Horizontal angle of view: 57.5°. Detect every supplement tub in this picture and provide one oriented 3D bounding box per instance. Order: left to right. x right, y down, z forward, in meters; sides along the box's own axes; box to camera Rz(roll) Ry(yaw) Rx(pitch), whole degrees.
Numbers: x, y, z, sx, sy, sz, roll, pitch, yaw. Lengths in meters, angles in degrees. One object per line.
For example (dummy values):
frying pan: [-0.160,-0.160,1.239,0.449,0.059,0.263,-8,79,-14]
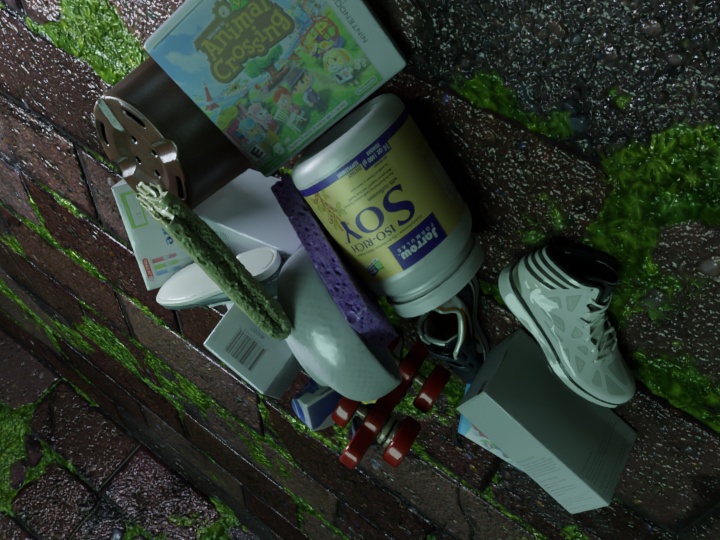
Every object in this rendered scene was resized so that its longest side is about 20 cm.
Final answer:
supplement tub: [0.033,-0.068,0.711,0.144,0.146,0.202,-15,117,52]

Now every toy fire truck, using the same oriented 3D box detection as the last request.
toy fire truck: [0.036,0.191,0.928,0.111,0.202,0.169,32,157,9]

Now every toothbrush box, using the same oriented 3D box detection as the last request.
toothbrush box: [-0.281,-0.080,0.966,0.201,0.083,0.150,-115,11,-71]

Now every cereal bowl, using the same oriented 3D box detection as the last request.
cereal bowl: [-0.037,0.072,0.776,0.203,0.082,0.200,56,-177,-5]

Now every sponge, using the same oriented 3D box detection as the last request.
sponge: [-0.029,-0.010,0.742,0.202,0.029,0.112,58,-173,29]

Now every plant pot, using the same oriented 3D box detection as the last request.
plant pot: [-0.189,-0.185,0.771,0.197,0.199,0.203,28,144,22]

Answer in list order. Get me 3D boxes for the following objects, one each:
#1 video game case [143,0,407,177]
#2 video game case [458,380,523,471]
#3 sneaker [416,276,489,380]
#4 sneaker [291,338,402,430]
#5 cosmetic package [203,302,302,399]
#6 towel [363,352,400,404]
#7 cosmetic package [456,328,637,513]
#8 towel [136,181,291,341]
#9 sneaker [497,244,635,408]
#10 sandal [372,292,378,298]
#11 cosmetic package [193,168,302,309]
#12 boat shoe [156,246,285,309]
video game case: [-0.081,-0.214,0.647,0.197,0.022,0.182,-33,121,20]
video game case: [0.237,0.247,0.961,0.196,0.018,0.145,28,145,24]
sneaker: [0.118,0.087,0.857,0.077,0.080,0.204,16,140,33]
sneaker: [-0.039,0.140,0.986,0.114,0.198,0.082,31,142,32]
cosmetic package: [-0.135,0.112,0.882,0.101,0.075,0.200,38,171,5]
towel: [0.023,0.175,1.114,0.084,0.018,0.203,26,142,16]
cosmetic package: [0.231,0.187,0.816,0.199,0.113,0.081,42,147,4]
towel: [-0.155,-0.013,0.695,0.201,0.036,0.148,52,168,-31]
sneaker: [0.242,0.058,0.690,0.201,0.076,0.115,47,149,-2]
sandal: [0.000,0.000,0.885,0.042,0.076,0.204,23,142,28]
cosmetic package: [-0.115,-0.014,0.953,0.195,0.123,0.204,21,140,30]
boat shoe: [-0.178,0.026,0.852,0.195,0.074,0.062,-14,131,23]
